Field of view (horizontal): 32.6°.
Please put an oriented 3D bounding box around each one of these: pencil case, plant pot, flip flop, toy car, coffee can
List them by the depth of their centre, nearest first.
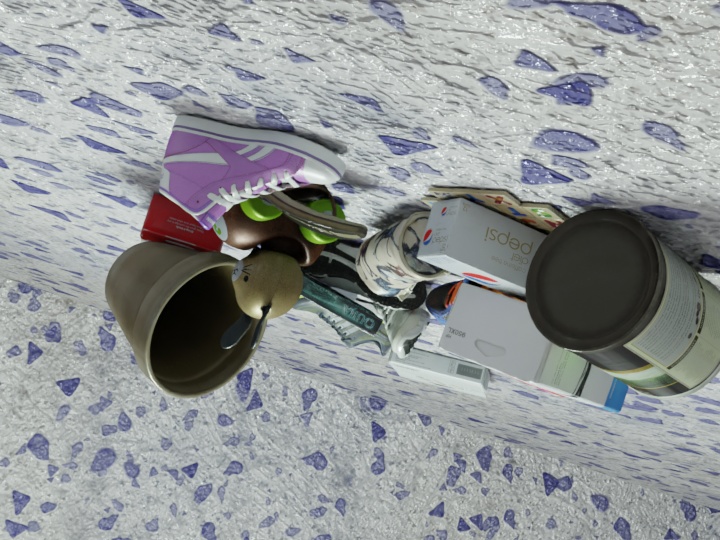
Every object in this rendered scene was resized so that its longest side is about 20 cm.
[{"bbox_3d":[0.282,0.040,1.271,0.146,0.147,0.200,7,166,40],"label":"coffee can"},{"bbox_3d":[-0.079,-0.092,1.397,0.200,0.058,0.081,30,176,11],"label":"flip flop"},{"bbox_3d":[0.058,-0.016,1.487,0.089,0.078,0.200,40,165,-7],"label":"pencil case"},{"bbox_3d":[-0.129,0.000,1.521,0.158,0.200,0.164,21,168,-24],"label":"toy car"},{"bbox_3d":[-0.253,0.047,1.671,0.173,0.200,0.200,30,180,40],"label":"plant pot"}]

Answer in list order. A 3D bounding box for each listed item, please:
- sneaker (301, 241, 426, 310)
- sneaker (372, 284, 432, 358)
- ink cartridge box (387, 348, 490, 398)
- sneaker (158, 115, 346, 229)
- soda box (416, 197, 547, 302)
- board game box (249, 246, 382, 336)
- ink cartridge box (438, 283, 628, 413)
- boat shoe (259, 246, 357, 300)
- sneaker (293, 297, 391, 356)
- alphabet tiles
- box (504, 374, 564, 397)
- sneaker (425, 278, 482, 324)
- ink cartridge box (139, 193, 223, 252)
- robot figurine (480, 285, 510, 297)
[{"bbox_3d":[0.000,0.000,1.704,0.200,0.074,0.080,23,174,8],"label":"sneaker"},{"bbox_3d":[0.053,0.060,1.746,0.081,0.075,0.200,32,-162,-8],"label":"sneaker"},{"bbox_3d":[0.167,0.209,2.537,0.200,0.044,0.174,13,169,13],"label":"ink cartridge box"},{"bbox_3d":[-0.118,-0.090,1.298,0.200,0.115,0.073,11,166,20],"label":"sneaker"},{"bbox_3d":[0.167,-0.013,1.348,0.200,0.068,0.064,21,169,-24],"label":"soda box"},{"bbox_3d":[-0.067,0.027,1.717,0.200,0.028,0.135,30,180,-6],"label":"board game box"},{"bbox_3d":[0.208,0.091,1.421,0.144,0.084,0.200,18,177,40],"label":"ink cartridge box"},{"bbox_3d":[-0.093,0.006,1.860,0.200,0.071,0.070,17,168,-43],"label":"boat shoe"},{"bbox_3d":[-0.026,0.088,2.119,0.200,0.081,0.074,16,169,0],"label":"sneaker"},{"bbox_3d":[0.167,-0.051,1.354,0.166,0.006,0.200,6,165,39],"label":"alphabet tiles"},{"bbox_3d":[0.271,0.120,1.811,0.200,0.096,0.100,24,167,-36],"label":"box"},{"bbox_3d":[0.155,0.029,1.634,0.078,0.075,0.200,34,153,-32],"label":"sneaker"},{"bbox_3d":[-0.256,-0.053,1.788,0.116,0.067,0.200,17,169,-7],"label":"ink cartridge box"},{"bbox_3d":[0.251,0.032,1.504,0.200,0.058,0.145,20,171,-19],"label":"robot figurine"}]
